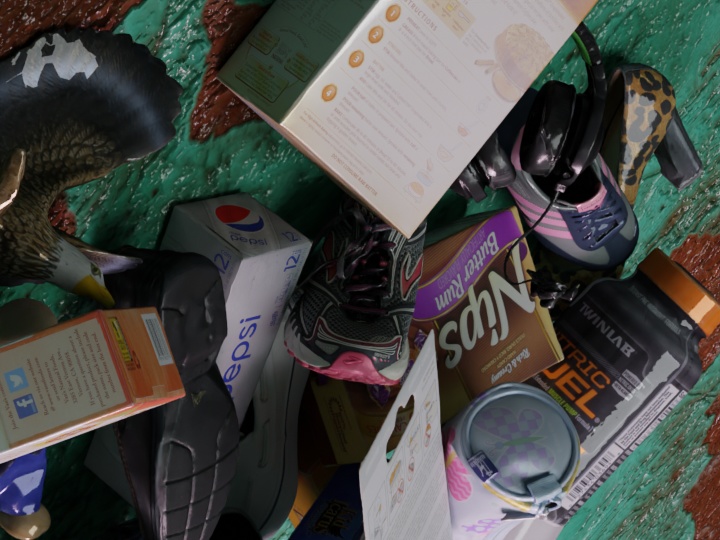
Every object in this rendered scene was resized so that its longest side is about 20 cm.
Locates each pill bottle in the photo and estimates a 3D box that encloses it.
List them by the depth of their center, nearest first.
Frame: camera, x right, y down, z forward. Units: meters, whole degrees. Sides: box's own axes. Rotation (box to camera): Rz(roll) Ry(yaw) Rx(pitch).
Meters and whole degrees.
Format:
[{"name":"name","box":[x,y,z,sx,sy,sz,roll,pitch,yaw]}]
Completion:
[{"name":"pill bottle","box":[0.171,0.078,1.907,0.200,0.106,0.106,-48,151,4]}]

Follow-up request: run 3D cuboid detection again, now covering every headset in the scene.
[{"name":"headset","box":[0.102,-0.079,1.701,0.123,0.094,0.201,-10,103,-3]}]

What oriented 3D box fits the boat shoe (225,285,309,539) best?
[{"name":"boat shoe","box":[-0.081,0.098,1.749,0.065,0.074,0.201,-18,126,-39]}]

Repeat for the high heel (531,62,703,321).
[{"name":"high heel","box":[0.157,-0.056,1.924,0.200,0.071,0.143,-46,140,-9]}]

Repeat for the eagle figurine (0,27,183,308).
[{"name":"eagle figurine","box":[-0.184,-0.031,1.422,0.151,0.151,0.200,-19,-163,22]}]

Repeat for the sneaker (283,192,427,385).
[{"name":"sneaker","box":[0.000,0.000,1.673,0.200,0.080,0.075,-84,-171,-55]}]

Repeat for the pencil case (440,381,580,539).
[{"name":"pencil case","box":[0.080,0.147,1.801,0.083,0.091,0.200,-36,173,-27]}]

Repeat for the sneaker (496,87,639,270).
[{"name":"sneaker","box":[0.146,-0.050,1.835,0.070,0.082,0.200,-47,133,0]}]

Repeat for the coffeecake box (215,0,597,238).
[{"name":"coffeecake box","box":[0.034,-0.144,1.601,0.200,0.073,0.153,-51,138,-1]}]

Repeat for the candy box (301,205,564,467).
[{"name":"candy box","box":[0.041,0.043,1.804,0.200,0.056,0.117,-24,99,-39]}]

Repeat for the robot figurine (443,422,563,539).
[{"name":"robot figurine","box":[0.115,0.152,2.031,0.169,0.113,0.200,15,111,-46]}]

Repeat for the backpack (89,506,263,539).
[{"name":"backpack","box":[-0.129,0.243,1.709,0.200,0.150,0.178,-23,103,-62]}]

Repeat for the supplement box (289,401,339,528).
[{"name":"supplement box","box":[-0.019,0.150,1.888,0.069,0.066,0.200,-46,151,-17]}]

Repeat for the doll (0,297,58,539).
[{"name":"doll","box":[-0.205,0.087,1.560,0.136,0.048,0.200,-31,150,-34]}]

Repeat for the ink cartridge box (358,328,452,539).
[{"name":"ink cartridge box","box":[0.013,0.160,1.671,0.163,0.057,0.200,-61,146,-53]}]

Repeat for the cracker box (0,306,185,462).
[{"name":"cracker box","box":[-0.205,0.077,1.412,0.200,0.058,0.134,-21,177,7]}]

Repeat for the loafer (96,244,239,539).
[{"name":"loafer","box":[-0.120,0.078,1.599,0.073,0.072,0.201,-21,119,-47]}]

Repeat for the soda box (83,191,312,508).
[{"name":"soda box","box":[-0.103,0.053,1.660,0.068,0.063,0.200,-15,135,-49]}]

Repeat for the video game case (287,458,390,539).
[{"name":"video game case","box":[-0.018,0.246,1.748,0.200,0.045,0.182,-51,145,-61]}]
